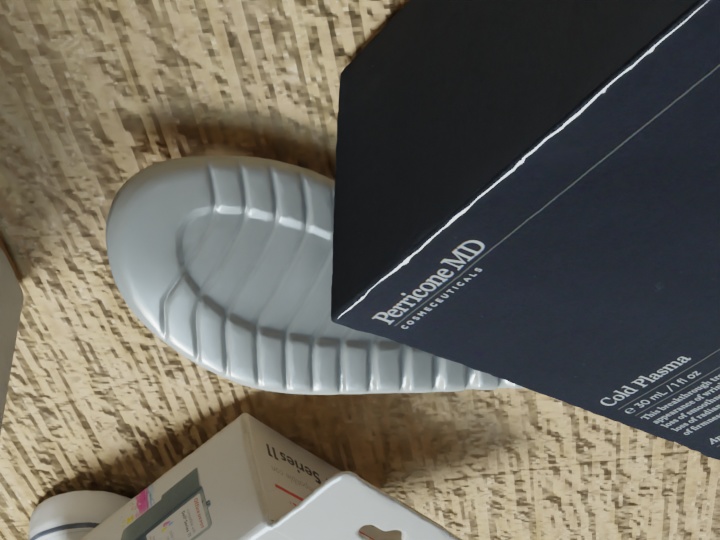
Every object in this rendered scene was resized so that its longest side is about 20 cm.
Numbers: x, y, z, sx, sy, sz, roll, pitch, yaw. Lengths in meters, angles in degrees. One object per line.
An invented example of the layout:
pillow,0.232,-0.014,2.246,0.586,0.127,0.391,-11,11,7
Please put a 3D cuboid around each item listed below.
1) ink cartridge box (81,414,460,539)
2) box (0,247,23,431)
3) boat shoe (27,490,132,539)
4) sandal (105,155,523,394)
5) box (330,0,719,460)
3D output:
ink cartridge box,-0.054,0.146,0.766,0.199,0.068,0.117,-37,133,18
box,-0.215,0.040,0.540,0.129,0.201,0.201,-4,146,7
boat shoe,-0.156,0.184,0.868,0.073,0.066,0.200,12,144,-14
sandal,-0.002,0.007,0.614,0.201,0.083,0.050,13,-173,-19
box,0.117,-0.043,0.491,0.181,0.105,0.200,20,141,-27
